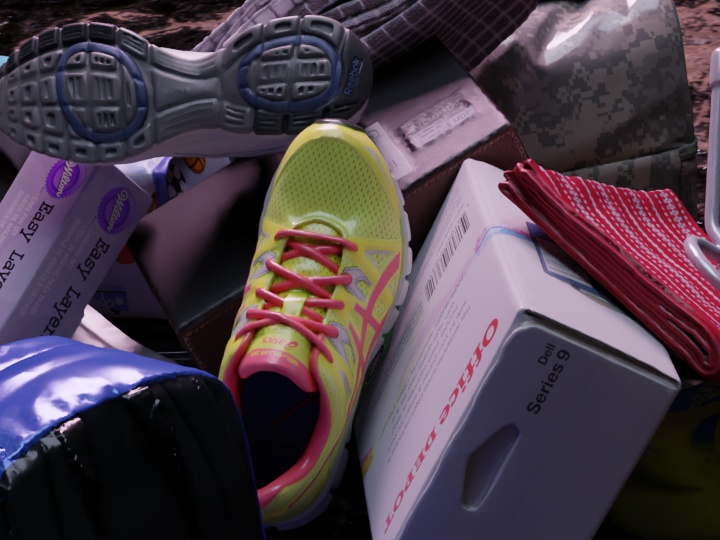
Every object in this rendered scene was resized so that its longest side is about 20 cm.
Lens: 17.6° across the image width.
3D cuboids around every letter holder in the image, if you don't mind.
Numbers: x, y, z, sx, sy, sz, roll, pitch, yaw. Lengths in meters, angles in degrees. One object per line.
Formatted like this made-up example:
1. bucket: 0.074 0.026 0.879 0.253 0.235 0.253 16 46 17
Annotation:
1. letter holder: 0.000 0.000 1.233 0.199 0.143 0.101 -32 40 -3

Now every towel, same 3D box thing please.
1. towel: 0.007 -0.134 1.287 0.200 0.086 0.166 -41 -12 9
2. towel: 0.157 0.003 1.117 0.145 0.023 0.200 45 18 23

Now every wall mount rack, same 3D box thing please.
1. wall mount rack: 0.224 -0.010 1.124 0.199 0.075 0.174 27 24 -45

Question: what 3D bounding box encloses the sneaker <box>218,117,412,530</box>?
1. sneaker: -0.026 0.027 1.097 0.078 0.202 0.090 9 1 11

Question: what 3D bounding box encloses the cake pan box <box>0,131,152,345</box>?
1. cake pan box: -0.226 0.003 1.236 0.183 0.052 0.201 24 77 38

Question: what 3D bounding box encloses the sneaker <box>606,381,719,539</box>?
1. sneaker: 0.214 0.082 1.112 0.198 0.076 0.105 2 23 17

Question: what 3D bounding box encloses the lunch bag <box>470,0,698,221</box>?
1. lunch bag: 0.107 -0.097 1.440 0.198 0.169 0.139 -11 23 -16

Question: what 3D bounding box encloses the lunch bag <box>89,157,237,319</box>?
1. lunch bag: -0.152 -0.053 1.399 0.169 0.125 0.200 -1 31 14

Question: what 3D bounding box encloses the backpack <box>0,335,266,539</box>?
1. backpack: -0.129 0.129 0.904 0.167 0.202 0.162 13 29 37

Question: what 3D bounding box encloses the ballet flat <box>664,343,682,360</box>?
1. ballet flat: 0.204 0.028 1.278 0.072 0.068 0.199 2 9 -41

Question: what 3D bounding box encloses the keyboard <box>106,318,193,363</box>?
1. keyboard: -0.125 0.031 1.375 0.198 0.021 0.127 -1 24 6

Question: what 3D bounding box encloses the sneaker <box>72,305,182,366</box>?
1. sneaker: -0.161 0.066 1.227 0.084 0.073 0.199 -30 27 -28

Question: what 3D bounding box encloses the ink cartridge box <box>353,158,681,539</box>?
1. ink cartridge box: 0.065 0.056 1.093 0.087 0.146 0.200 24 18 -11

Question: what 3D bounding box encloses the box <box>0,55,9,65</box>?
1. box: -0.187 -0.096 1.607 0.199 0.083 0.049 10 26 30

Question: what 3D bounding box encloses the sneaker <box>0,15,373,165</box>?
1. sneaker: -0.089 -0.081 1.176 0.198 0.075 0.087 1 -12 8
